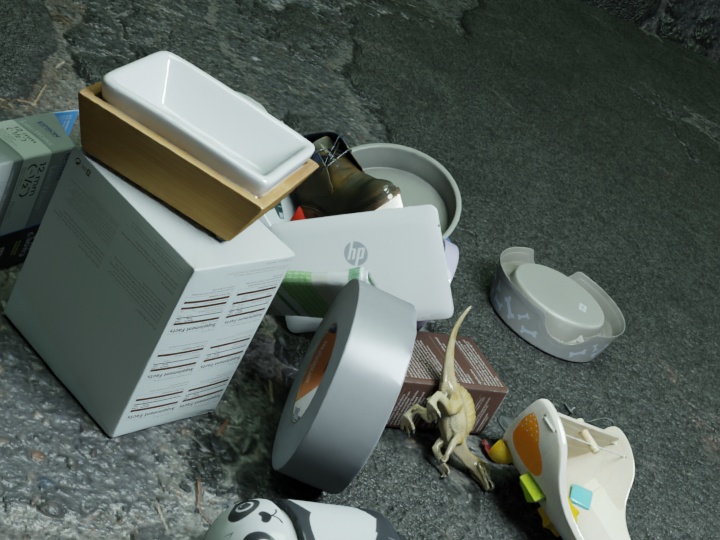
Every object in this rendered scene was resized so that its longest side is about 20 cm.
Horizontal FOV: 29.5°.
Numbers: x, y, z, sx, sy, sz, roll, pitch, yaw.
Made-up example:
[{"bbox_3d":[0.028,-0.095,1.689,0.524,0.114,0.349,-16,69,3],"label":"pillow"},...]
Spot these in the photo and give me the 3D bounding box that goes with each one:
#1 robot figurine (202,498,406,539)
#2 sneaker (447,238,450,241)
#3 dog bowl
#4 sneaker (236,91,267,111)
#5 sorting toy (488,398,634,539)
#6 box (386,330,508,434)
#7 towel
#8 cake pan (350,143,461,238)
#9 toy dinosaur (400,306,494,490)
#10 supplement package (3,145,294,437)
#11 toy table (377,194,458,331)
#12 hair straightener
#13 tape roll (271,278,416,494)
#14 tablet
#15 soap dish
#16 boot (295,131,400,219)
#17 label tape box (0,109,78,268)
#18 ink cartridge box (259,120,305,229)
[{"bbox_3d":[-0.041,0.253,1.135,0.198,0.150,0.126,12,70,-31],"label":"robot figurine"},{"bbox_3d":[0.035,-0.066,1.859,0.199,0.071,0.078,33,21,6],"label":"sneaker"},{"bbox_3d":[0.269,0.050,1.902,0.198,0.059,0.201,23,27,-13],"label":"dog bowl"},{"bbox_3d":[-0.176,-0.183,1.846,0.120,0.084,0.200,13,30,-50],"label":"sneaker"},{"bbox_3d":[0.235,0.252,1.464,0.199,0.106,0.181,24,36,-53],"label":"sorting toy"},{"bbox_3d":[0.058,0.123,1.540,0.198,0.075,0.100,11,31,-36],"label":"box"},{"bbox_3d":[-0.075,0.018,1.456,0.197,0.031,0.149,3,-17,12],"label":"towel"},{"bbox_3d":[0.034,-0.085,1.814,0.198,0.037,0.202,3,51,-4],"label":"cake pan"},{"bbox_3d":[0.093,0.147,1.477,0.058,0.203,0.101,-5,8,41],"label":"toy dinosaur"},{"bbox_3d":[-0.205,0.013,1.316,0.191,0.201,0.146,43,28,26],"label":"supplement package"},{"bbox_3d":[0.033,0.001,1.635,0.116,0.185,0.200,28,-17,-8],"label":"toy table"},{"bbox_3d":[0.238,0.195,1.586,0.198,0.077,0.041,14,27,-29],"label":"hair straightener"},{"bbox_3d":[-0.017,0.113,1.330,0.066,0.201,0.201,25,26,-10],"label":"tape roll"},{"bbox_3d":[0.000,0.000,1.530,0.198,0.132,0.014,-6,14,17],"label":"tablet"},{"bbox_3d":[-0.153,-0.117,1.280,0.199,0.082,0.157,32,25,5],"label":"soap dish"},{"bbox_3d":[-0.030,-0.111,1.583,0.074,0.098,0.199,-33,16,-27],"label":"boot"},{"bbox_3d":[-0.354,-0.078,1.392,0.066,0.144,0.199,37,27,17],"label":"label tape box"},{"bbox_3d":[-0.093,-0.071,1.664,0.175,0.043,0.200,60,21,-14],"label":"ink cartridge box"}]
